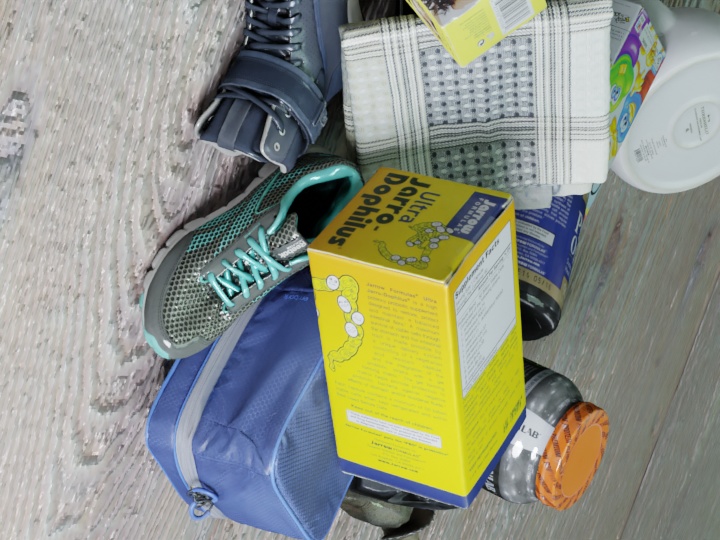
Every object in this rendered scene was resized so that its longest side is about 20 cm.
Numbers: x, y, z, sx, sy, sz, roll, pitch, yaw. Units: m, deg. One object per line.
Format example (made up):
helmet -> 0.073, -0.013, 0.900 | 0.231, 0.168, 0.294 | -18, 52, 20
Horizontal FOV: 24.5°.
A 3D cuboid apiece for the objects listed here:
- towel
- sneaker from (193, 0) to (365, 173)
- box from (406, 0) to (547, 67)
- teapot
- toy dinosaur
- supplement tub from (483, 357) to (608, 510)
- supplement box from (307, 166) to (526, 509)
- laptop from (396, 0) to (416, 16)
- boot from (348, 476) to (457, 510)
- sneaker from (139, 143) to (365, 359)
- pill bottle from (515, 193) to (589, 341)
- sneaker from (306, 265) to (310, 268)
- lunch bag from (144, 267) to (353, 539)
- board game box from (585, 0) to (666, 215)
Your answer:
towel -> 0.083, -0.106, 1.175 | 0.201, 0.190, 0.035 | 84, -1, -51
sneaker -> -0.062, -0.158, 1.121 | 0.147, 0.076, 0.203 | -56, 150, -24
box -> 0.040, -0.229, 1.103 | 0.075, 0.201, 0.050 | -36, 146, 0
teapot -> 0.301, -0.183, 1.642 | 0.196, 0.147, 0.201 | 6, 126, -30
toy dinosaur -> 0.009, 0.196, 1.459 | 0.077, 0.102, 0.200 | -58, 150, -14
supplement tub -> 0.114, 0.130, 1.486 | 0.122, 0.199, 0.124 | -36, 138, -41
supplement box -> 0.044, 0.047, 1.164 | 0.109, 0.109, 0.202 | -49, 143, -43
laptop -> 0.088, -0.200, 1.298 | 0.200, 0.115, 0.189 | -37, 140, -41
boot -> 0.082, 0.102, 1.395 | 0.066, 0.163, 0.202 | 96, 1, -65
sneaker -> -0.073, -0.018, 1.160 | 0.200, 0.091, 0.078 | -48, 112, -18
pill bottle -> 0.127, -0.055, 1.336 | 0.112, 0.111, 0.202 | 50, 52, -58
sneaker -> 0.000, 0.000, 1.297 | 0.076, 0.104, 0.202 | -57, 152, -38
lunch bag -> -0.071, 0.099, 1.228 | 0.201, 0.131, 0.136 | -61, 149, -28
board game box -> 0.179, -0.144, 1.498 | 0.201, 0.104, 0.103 | -62, 151, -7
